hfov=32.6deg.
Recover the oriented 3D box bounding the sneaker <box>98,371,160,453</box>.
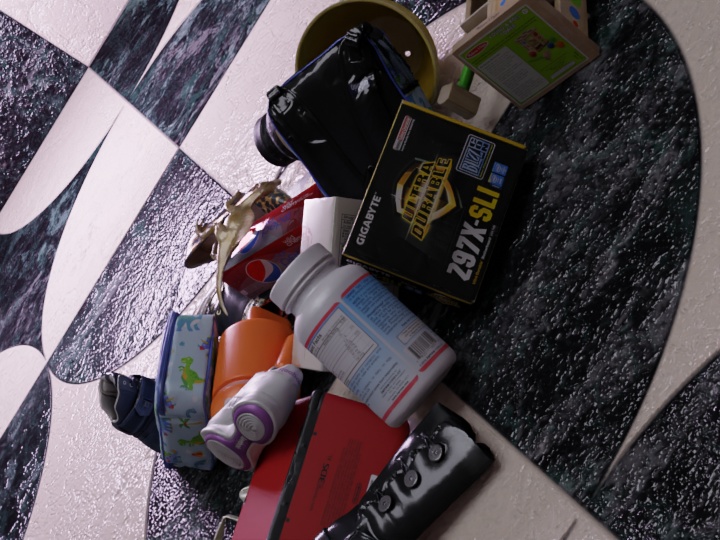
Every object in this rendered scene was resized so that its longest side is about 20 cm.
[{"bbox_3d":[-0.298,0.153,1.805,0.077,0.145,0.204,-15,49,53],"label":"sneaker"}]

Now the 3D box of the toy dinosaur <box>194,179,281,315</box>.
[{"bbox_3d":[-0.175,-0.044,1.623,0.101,0.058,0.202,0,62,53],"label":"toy dinosaur"}]

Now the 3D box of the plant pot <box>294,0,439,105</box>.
[{"bbox_3d":[0.025,-0.286,1.689,0.200,0.200,0.142,-42,6,28],"label":"plant pot"}]

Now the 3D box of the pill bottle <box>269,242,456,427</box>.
[{"bbox_3d":[0.000,0.066,1.336,0.109,0.200,0.109,-46,-9,-10],"label":"pill bottle"}]

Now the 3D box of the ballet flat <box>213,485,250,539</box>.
[{"bbox_3d":[-0.126,0.297,1.460,0.202,0.072,0.072,-58,29,5],"label":"ballet flat"}]

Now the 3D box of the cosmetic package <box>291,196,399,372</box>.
[{"bbox_3d":[-0.015,0.019,1.456,0.087,0.102,0.203,2,85,60],"label":"cosmetic package"}]

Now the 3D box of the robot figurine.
[{"bbox_3d":[-0.132,0.143,1.578,0.142,0.117,0.202,-10,47,14],"label":"robot figurine"}]

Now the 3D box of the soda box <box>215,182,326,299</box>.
[{"bbox_3d":[-0.103,-0.037,1.641,0.199,0.070,0.064,-29,40,36],"label":"soda box"}]

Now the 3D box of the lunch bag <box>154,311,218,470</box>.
[{"bbox_3d":[-0.227,0.162,1.655,0.201,0.081,0.162,93,-179,-52],"label":"lunch bag"}]

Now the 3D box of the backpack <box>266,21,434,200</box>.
[{"bbox_3d":[0.007,-0.188,1.571,0.182,0.201,0.147,-32,2,25],"label":"backpack"}]

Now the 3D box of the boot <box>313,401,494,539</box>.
[{"bbox_3d":[0.063,0.253,1.229,0.200,0.066,0.165,-44,49,1],"label":"boot"}]

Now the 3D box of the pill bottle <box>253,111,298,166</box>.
[{"bbox_3d":[-0.070,-0.231,1.836,0.199,0.111,0.113,-27,42,45],"label":"pill bottle"}]

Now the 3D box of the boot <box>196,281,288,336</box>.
[{"bbox_3d":[-0.140,0.015,1.767,0.153,0.073,0.205,15,72,54],"label":"boot"}]

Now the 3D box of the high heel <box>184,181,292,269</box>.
[{"bbox_3d":[-0.170,-0.053,1.735,0.143,0.072,0.199,-51,23,-20],"label":"high heel"}]

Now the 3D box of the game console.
[{"bbox_3d":[-0.049,0.251,1.383,0.119,0.170,0.202,89,-162,-67],"label":"game console"}]

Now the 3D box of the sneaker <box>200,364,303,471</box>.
[{"bbox_3d":[-0.120,0.171,1.437,0.100,0.075,0.200,-52,7,-35],"label":"sneaker"}]

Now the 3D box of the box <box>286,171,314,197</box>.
[{"bbox_3d":[-0.038,-0.077,1.705,0.161,0.049,0.202,-40,36,34],"label":"box"}]

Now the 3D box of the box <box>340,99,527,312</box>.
[{"bbox_3d":[0.084,-0.073,1.396,0.049,0.158,0.202,105,-174,-72],"label":"box"}]

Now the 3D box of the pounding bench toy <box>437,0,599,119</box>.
[{"bbox_3d":[0.173,-0.295,1.495,0.199,0.124,0.157,-34,37,38],"label":"pounding bench toy"}]
